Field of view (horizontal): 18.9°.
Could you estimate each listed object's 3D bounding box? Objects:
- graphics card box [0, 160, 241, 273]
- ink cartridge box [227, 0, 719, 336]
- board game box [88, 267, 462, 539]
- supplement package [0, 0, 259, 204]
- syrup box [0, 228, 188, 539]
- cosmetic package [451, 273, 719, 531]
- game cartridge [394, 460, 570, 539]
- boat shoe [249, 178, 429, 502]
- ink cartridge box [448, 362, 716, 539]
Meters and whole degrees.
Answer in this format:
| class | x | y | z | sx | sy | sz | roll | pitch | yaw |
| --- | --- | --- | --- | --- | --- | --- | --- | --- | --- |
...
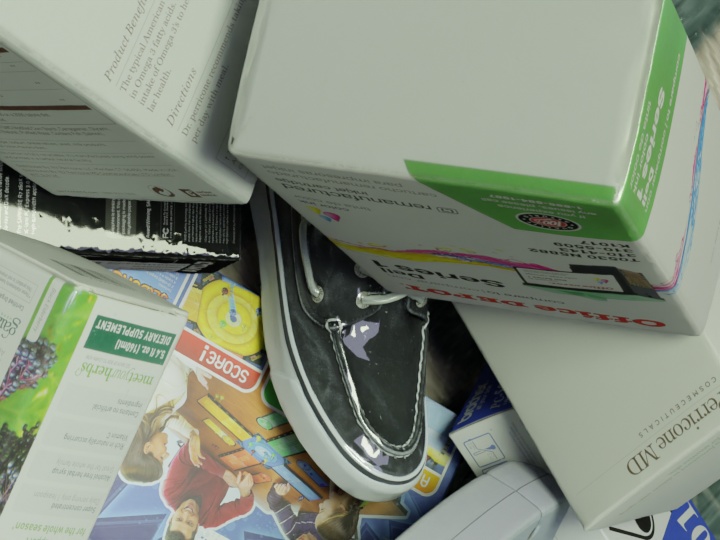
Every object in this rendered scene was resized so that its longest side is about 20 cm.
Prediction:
| class | x | y | z | sx | sy | sz | roll | pitch | yaw |
| --- | --- | --- | --- | --- | --- | --- | --- | --- | --- |
| graphics card box | -0.149 | -0.065 | 0.902 | 0.200 | 0.051 | 0.126 | 1 | 82 | -17 |
| ink cartridge box | 0.056 | -0.044 | 0.823 | 0.200 | 0.145 | 0.084 | 41 | 60 | -67 |
| board game box | -0.058 | 0.084 | 0.974 | 0.200 | 0.034 | 0.135 | 32 | 74 | -22 |
| supplement package | -0.123 | -0.119 | 0.788 | 0.200 | 0.117 | 0.117 | 36 | 68 | -42 |
| syrup box | -0.154 | 0.087 | 0.830 | 0.079 | 0.081 | 0.200 | 20 | 95 | -60 |
| cosmetic package | 0.107 | 0.003 | 0.968 | 0.085 | 0.108 | 0.200 | -2 | 55 | -50 |
| game cartridge | 0.017 | 0.161 | 0.925 | 0.200 | 0.042 | 0.133 | -31 | 146 | -51 |
| boat shoe | 0.000 | 0.000 | 0.958 | 0.072 | 0.068 | 0.200 | 2 | 70 | -37 |
| ink cartridge box | 0.123 | 0.126 | 1.040 | 0.200 | 0.044 | 0.094 | 57 | 31 | -15 |
